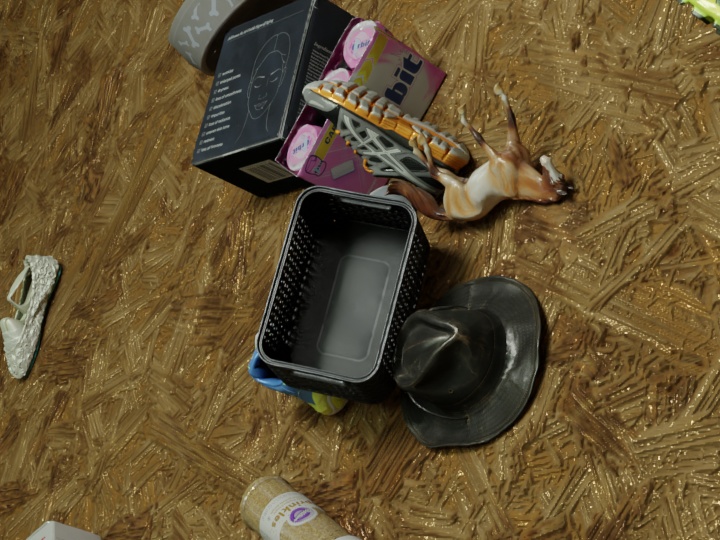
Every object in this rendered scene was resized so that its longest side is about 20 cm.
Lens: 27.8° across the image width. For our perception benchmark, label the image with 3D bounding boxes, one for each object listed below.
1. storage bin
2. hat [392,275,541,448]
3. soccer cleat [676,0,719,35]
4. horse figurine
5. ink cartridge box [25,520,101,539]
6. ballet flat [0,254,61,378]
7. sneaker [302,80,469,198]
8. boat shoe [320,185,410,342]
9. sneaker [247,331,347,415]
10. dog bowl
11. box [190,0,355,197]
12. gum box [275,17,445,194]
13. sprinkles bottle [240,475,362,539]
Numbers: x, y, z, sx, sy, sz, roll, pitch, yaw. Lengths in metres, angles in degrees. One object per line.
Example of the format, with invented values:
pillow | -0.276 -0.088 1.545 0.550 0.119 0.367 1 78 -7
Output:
storage bin | -0.015 0.026 1.534 0.134 0.094 0.201 11 74 15
hat | 0.087 0.080 1.456 0.200 0.081 0.202 -31 46 38
soccer cleat | 0.332 -0.287 1.377 0.084 0.065 0.201 -47 38 20
horse figurine | 0.120 -0.103 1.520 0.200 0.133 0.050 -29 4 39
ink cartridge box | -0.400 0.446 1.862 0.146 0.084 0.201 -39 42 31
ballet flat | -0.530 0.067 2.281 0.072 0.072 0.201 -5 67 51
sneaker | 0.019 -0.145 1.609 0.078 0.199 0.078 -62 -6 24
boat shoe | 0.000 0.000 1.638 0.066 0.070 0.201 147 142 -68
sneaker | -0.090 0.093 1.657 0.200 0.105 0.076 29 93 55
dog bowl | -0.166 -0.345 1.967 0.059 0.200 0.200 46 112 12
box | -0.093 -0.216 1.834 0.199 0.124 0.198 -10 63 50
gum box | 0.003 -0.184 1.699 0.201 0.113 0.066 -61 35 5
sprinkles bottle | -0.056 0.282 1.529 0.200 0.068 0.069 26 90 55
